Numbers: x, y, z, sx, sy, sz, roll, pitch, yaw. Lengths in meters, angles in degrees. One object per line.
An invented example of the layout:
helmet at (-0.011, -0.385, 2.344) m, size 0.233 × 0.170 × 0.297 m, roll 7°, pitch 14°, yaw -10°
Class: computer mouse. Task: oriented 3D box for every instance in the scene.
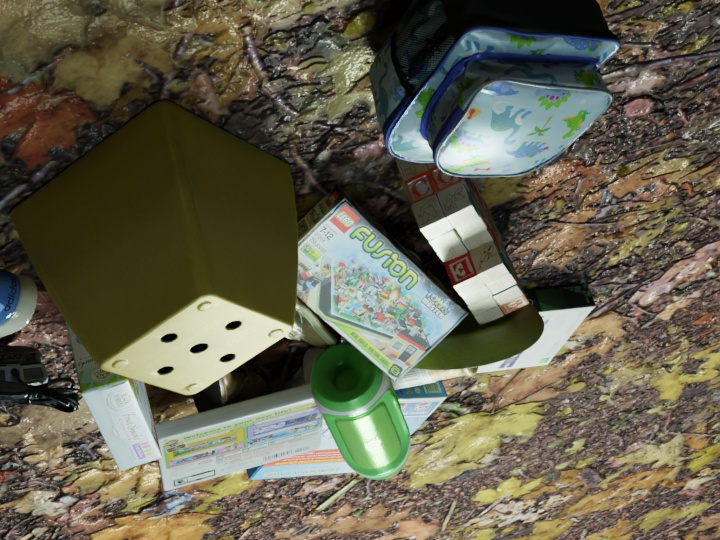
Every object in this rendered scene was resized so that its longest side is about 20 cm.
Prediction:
computer mouse at (-0.341, 0.112, 1.575) m, size 0.109 × 0.044 × 0.200 m, roll -3°, pitch -172°, yaw -15°

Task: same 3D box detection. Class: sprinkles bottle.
sprinkles bottle at (0.035, 0.106, 1.845) m, size 0.198 × 0.069 × 0.068 m, roll -12°, pitch 155°, yaw 19°

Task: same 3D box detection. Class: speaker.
speaker at (0.003, 0.161, 1.789) m, size 0.088 × 0.089 × 0.200 m, roll -20°, pitch 146°, yaw 1°

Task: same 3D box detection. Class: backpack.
backpack at (0.107, -0.164, 1.385) m, size 0.182 × 0.148 × 0.200 m, roll -1°, pitch 154°, yaw -29°

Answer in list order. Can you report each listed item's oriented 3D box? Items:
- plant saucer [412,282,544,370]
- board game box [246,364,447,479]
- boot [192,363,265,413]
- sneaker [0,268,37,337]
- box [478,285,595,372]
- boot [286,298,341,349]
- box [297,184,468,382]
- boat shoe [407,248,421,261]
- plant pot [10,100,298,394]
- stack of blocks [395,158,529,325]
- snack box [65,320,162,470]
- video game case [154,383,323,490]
plant saucer at (0.104, 0.054, 1.769) m, size 0.198 × 0.200 × 0.031 m, roll -13°, pitch 113°, yaw -13°
board game box at (-0.024, 0.189, 2.016) m, size 0.199 × 0.056 × 0.196 m, roll 1°, pitch 146°, yaw -33°
boot at (-0.153, 0.123, 1.827) m, size 0.075 × 0.074 × 0.200 m, roll -34°, pitch 158°, yaw -15°
sneaker at (-0.410, 0.050, 1.513) m, size 0.199 × 0.077 × 0.111 m, roll -29°, pitch 144°, yaw 32°
box at (0.174, 0.076, 1.970) m, size 0.199 × 0.037 × 0.145 m, roll -5°, pitch 148°, yaw -27°
boot at (-0.122, 0.055, 1.707) m, size 0.154 × 0.072 × 0.200 m, roll -29°, pitch 145°, yaw 15°
box at (0.007, 0.016, 1.637) m, size 0.110 × 0.035 × 0.200 m, roll -44°, pitch 118°, yaw 9°
boat shoe at (0.000, 0.001, 1.692) m, size 0.072 × 0.066 × 0.200 m, roll -34°, pitch 148°, yaw 30°
plant pot at (-0.170, -0.003, 1.464) m, size 0.199 × 0.177 × 0.200 m, roll -33°, pitch 149°, yaw 22°
stack of blocks at (0.106, -0.037, 1.644) m, size 0.058 × 0.116 × 0.200 m, roll -24°, pitch 151°, yaw 8°
snack box at (-0.254, 0.099, 1.622) m, size 0.053 × 0.143 × 0.200 m, roll -17°, pitch 151°, yaw -5°
video game case at (-0.139, 0.193, 1.854) m, size 0.198 × 0.022 × 0.182 m, roll -14°, pitch 156°, yaw -10°
